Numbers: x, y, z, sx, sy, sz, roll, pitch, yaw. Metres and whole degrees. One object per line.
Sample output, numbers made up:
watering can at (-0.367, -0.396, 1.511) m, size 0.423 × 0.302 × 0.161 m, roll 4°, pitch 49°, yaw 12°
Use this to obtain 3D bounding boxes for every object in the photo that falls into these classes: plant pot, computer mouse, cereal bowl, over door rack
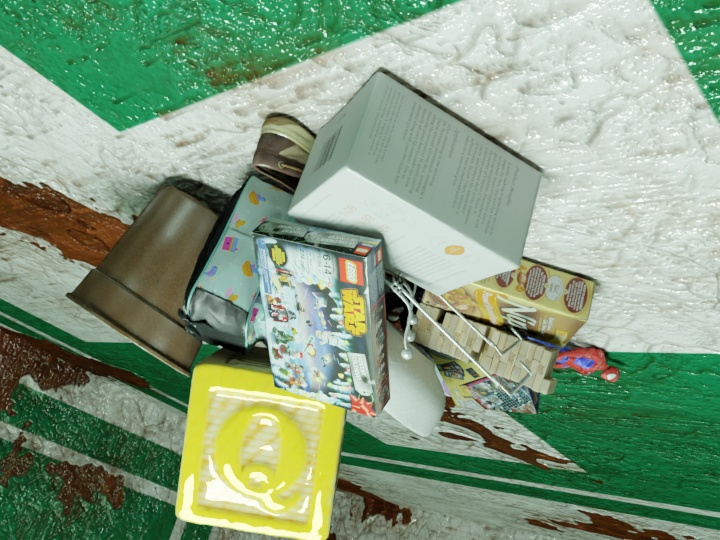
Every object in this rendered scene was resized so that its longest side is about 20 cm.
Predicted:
plant pot at (-0.265, 0.006, 1.069) m, size 0.198 × 0.201 × 0.201 m, roll 30°, pitch 169°, yaw 6°
computer mouse at (0.121, 0.082, 1.173) m, size 0.136 × 0.054 × 0.200 m, roll -10°, pitch 136°, yaw 40°
cereal bowl at (0.043, 0.130, 1.064) m, size 0.199 × 0.084 × 0.200 m, roll 41°, pitch -178°, yaw -2°
over door rack at (0.092, 0.066, 0.881) m, size 0.198 × 0.067 × 0.148 m, roll 32°, pitch -166°, yaw -1°

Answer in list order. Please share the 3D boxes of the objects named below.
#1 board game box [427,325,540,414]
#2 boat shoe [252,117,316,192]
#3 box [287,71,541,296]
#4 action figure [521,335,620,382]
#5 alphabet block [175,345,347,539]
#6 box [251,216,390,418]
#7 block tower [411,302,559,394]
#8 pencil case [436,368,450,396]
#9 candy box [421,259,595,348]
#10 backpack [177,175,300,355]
board game box at (0.181, 0.142, 1.142) m, size 0.132 × 0.035 × 0.202 m, roll 2°, pitch 142°, yaw 26°
boat shoe at (-0.042, -0.087, 0.875) m, size 0.071 × 0.073 × 0.199 m, roll -5°, pitch 148°, yaw 45°
box at (0.052, -0.076, 0.776) m, size 0.197 × 0.108 × 0.152 m, roll 27°, pitch 157°, yaw -19°
action figure at (0.284, 0.122, 1.133) m, size 0.195 × 0.053 × 0.066 m, roll 17°, pitch 154°, yaw 1°
alphabet block at (-0.116, 0.213, 1.016) m, size 0.191 × 0.201 × 0.200 m, roll 7°, pitch -179°, yaw 1°
box at (-0.039, 0.052, 0.820) m, size 0.134 × 0.040 × 0.204 m, roll 12°, pitch 125°, yaw 25°
block tower at (0.165, 0.099, 1.020) m, size 0.197 × 0.059 × 0.054 m, roll 22°, pitch -174°, yaw 27°
pencil case at (0.137, 0.173, 1.332) m, size 0.197 × 0.086 × 0.084 m, roll 1°, pitch 175°, yaw 42°
candy box at (0.182, 0.028, 0.982) m, size 0.196 × 0.056 × 0.116 m, roll 18°, pitch 159°, yaw 6°
backpack at (-0.124, -0.005, 0.967) m, size 0.150 × 0.204 × 0.176 m, roll 15°, pitch 163°, yaw 0°
